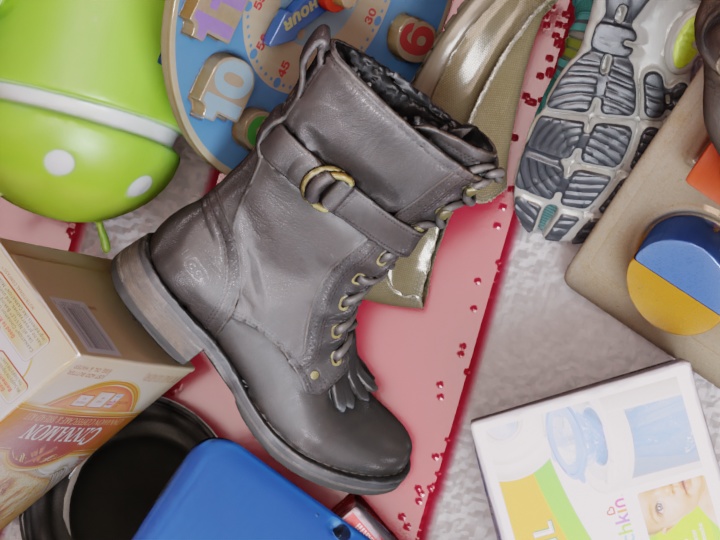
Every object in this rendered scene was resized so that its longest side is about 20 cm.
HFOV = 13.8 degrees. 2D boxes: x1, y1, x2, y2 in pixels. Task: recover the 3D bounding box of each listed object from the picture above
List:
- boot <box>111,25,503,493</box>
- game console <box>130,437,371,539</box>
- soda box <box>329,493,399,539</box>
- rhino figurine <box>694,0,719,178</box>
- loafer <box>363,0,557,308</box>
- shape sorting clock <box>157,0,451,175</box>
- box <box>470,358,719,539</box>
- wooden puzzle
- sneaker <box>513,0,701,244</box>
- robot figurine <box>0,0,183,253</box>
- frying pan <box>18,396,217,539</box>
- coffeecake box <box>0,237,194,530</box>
[{"bbox_3d":[0.000,0.000,1.397,0.174,0.069,0.200,-40,115,20],"label":"boot"},{"bbox_3d":[-0.051,0.212,1.411,0.200,0.118,0.171,36,123,-4],"label":"game console"},{"bbox_3d":[-0.057,0.198,1.454,0.200,0.070,0.063,-41,92,1],"label":"soda box"},{"bbox_3d":[0.176,-0.101,1.308,0.060,0.087,0.201,-9,99,2],"label":"rhino figurine"},{"bbox_3d":[0.049,-0.067,1.463,0.067,0.076,0.200,33,99,3],"label":"loafer"},{"bbox_3d":[-0.018,-0.134,1.415,0.039,0.200,0.200,27,89,40],"label":"shape sorting clock"},{"bbox_3d":[0.130,0.154,1.433,0.112,0.101,0.201,-16,87,1],"label":"box"},{"bbox_3d":[0.209,-0.002,1.406,0.185,0.046,0.200,34,130,3],"label":"wooden puzzle"},{"bbox_3d":[0.130,-0.107,1.459,0.077,0.080,0.201,17,107,-11],"label":"sneaker"},{"bbox_3d":[-0.130,-0.115,1.447,0.175,0.116,0.201,16,86,-29],"label":"robot figurine"},{"bbox_3d":[-0.147,0.108,1.482,0.189,0.031,0.115,16,87,17],"label":"frying pan"},{"bbox_3d":[-0.196,0.079,1.405,0.200,0.153,0.073,-40,77,10],"label":"coffeecake box"}]
